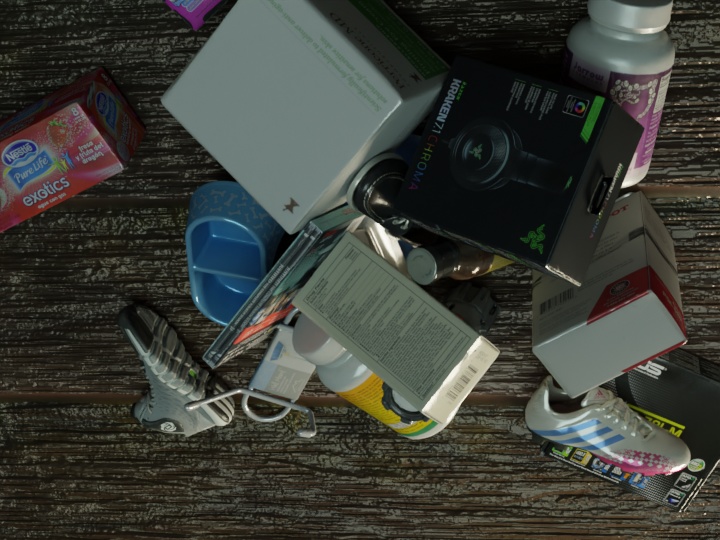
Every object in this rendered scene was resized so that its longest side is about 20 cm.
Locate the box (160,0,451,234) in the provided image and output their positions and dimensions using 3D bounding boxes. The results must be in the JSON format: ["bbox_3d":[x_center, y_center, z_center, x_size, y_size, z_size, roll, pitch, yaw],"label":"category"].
[{"bbox_3d":[-0.050,-0.186,1.525,0.199,0.171,0.200,46,119,6],"label":"box"}]

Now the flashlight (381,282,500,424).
[{"bbox_3d":[0.088,0.087,1.682,0.068,0.200,0.068,-17,116,36],"label":"flashlight"}]

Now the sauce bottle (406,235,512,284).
[{"bbox_3d":[0.124,-0.027,1.613,0.065,0.200,0.065,11,107,37],"label":"sauce bottle"}]

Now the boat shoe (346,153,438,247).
[{"bbox_3d":[0.045,-0.066,1.561,0.060,0.200,0.074,43,92,22],"label":"boat shoe"}]

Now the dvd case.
[{"bbox_3d":[-0.078,0.014,1.597,0.022,0.146,0.200,44,112,7],"label":"dvd case"}]

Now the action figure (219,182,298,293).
[{"bbox_3d":[-0.115,-0.042,1.718,0.130,0.069,0.200,11,134,-6],"label":"action figure"}]

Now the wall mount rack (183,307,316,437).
[{"bbox_3d":[-0.111,0.124,1.798,0.173,0.075,0.200,17,123,-19],"label":"wall mount rack"}]

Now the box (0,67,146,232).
[{"bbox_3d":[-0.356,-0.133,1.680,0.200,0.100,0.096,-24,114,22],"label":"box"}]

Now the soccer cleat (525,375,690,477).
[{"bbox_3d":[0.292,0.179,1.729,0.199,0.070,0.087,14,121,3],"label":"soccer cleat"}]

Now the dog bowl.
[{"bbox_3d":[-0.143,-0.011,1.675,0.111,0.050,0.200,10,138,9],"label":"dog bowl"}]

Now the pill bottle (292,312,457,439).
[{"bbox_3d":[0.019,0.107,1.729,0.113,0.113,0.200,-37,126,26],"label":"pill bottle"}]

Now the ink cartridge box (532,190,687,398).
[{"bbox_3d":[0.267,0.023,1.617,0.147,0.200,0.083,-29,116,24],"label":"ink cartridge box"}]

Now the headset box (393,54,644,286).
[{"bbox_3d":[0.162,-0.098,1.474,0.200,0.093,0.175,23,89,33],"label":"headset box"}]

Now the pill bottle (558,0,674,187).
[{"bbox_3d":[0.261,-0.195,1.537,0.112,0.112,0.200,9,122,4],"label":"pill bottle"}]

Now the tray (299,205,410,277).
[{"bbox_3d":[0.000,0.000,1.708,0.107,0.022,0.200,-5,139,19],"label":"tray"}]

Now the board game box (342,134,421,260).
[{"bbox_3d":[0.042,-0.082,1.685,0.158,0.039,0.200,-13,126,15],"label":"board game box"}]

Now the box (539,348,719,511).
[{"bbox_3d":[0.344,0.177,1.787,0.200,0.048,0.193,23,123,-5],"label":"box"}]

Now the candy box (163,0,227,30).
[{"bbox_3d":[-0.193,-0.367,1.535,0.136,0.061,0.200,-38,109,27],"label":"candy box"}]

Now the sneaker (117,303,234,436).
[{"bbox_3d":[-0.259,0.139,1.846,0.115,0.075,0.200,-29,113,26],"label":"sneaker"}]

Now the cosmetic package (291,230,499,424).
[{"bbox_3d":[0.036,0.060,1.575,0.200,0.073,0.104,40,91,29],"label":"cosmetic package"}]
